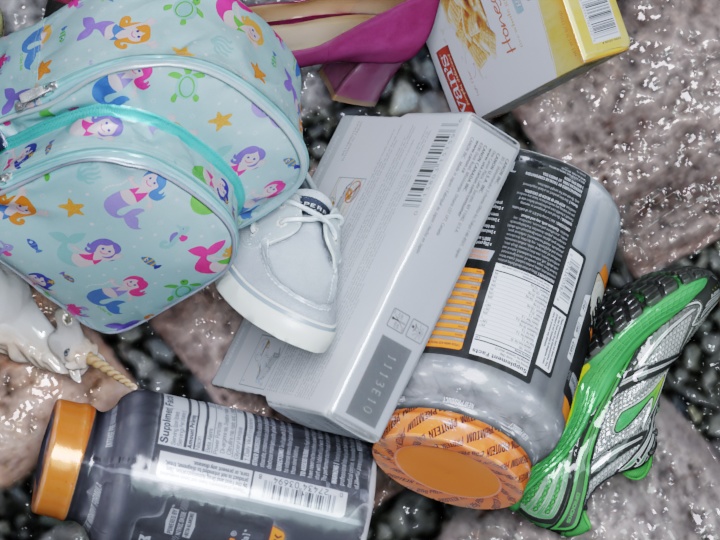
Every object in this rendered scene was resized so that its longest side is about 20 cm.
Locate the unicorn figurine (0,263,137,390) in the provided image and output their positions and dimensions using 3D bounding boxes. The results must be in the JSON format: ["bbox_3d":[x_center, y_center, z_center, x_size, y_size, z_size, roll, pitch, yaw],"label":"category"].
[{"bbox_3d":[-0.243,0.013,1.564,0.199,0.074,0.138,-10,110,5],"label":"unicorn figurine"}]

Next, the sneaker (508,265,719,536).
[{"bbox_3d":[0.164,0.080,1.640,0.085,0.078,0.200,39,88,-12],"label":"sneaker"}]

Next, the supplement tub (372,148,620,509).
[{"bbox_3d":[0.080,0.036,1.573,0.122,0.123,0.201,23,65,-8],"label":"supplement tub"}]

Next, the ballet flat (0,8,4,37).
[{"bbox_3d":[-0.296,-0.205,1.575,0.200,0.071,0.071,43,79,-4],"label":"ballet flat"}]

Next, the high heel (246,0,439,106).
[{"bbox_3d":[-0.044,-0.159,1.574,0.199,0.096,0.068,4,40,-41],"label":"high heel"}]

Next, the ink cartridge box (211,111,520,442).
[{"bbox_3d":[0.000,0.000,1.567,0.043,0.173,0.201,30,80,-23],"label":"ink cartridge box"}]

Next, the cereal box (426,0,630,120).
[{"bbox_3d":[0.086,-0.177,1.577,0.039,0.200,0.145,-19,88,-23],"label":"cereal box"}]

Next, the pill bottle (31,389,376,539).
[{"bbox_3d":[-0.098,0.134,1.562,0.199,0.106,0.107,13,83,-9],"label":"pill bottle"}]

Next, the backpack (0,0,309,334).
[{"bbox_3d":[-0.132,-0.072,1.483,0.199,0.151,0.177,-30,133,22],"label":"backpack"}]

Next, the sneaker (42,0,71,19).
[{"bbox_3d":[-0.164,-0.157,1.601,0.200,0.077,0.084,-42,76,-15],"label":"sneaker"}]

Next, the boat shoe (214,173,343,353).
[{"bbox_3d":[-0.046,-0.019,1.536,0.070,0.201,0.072,23,107,-19],"label":"boat shoe"}]
